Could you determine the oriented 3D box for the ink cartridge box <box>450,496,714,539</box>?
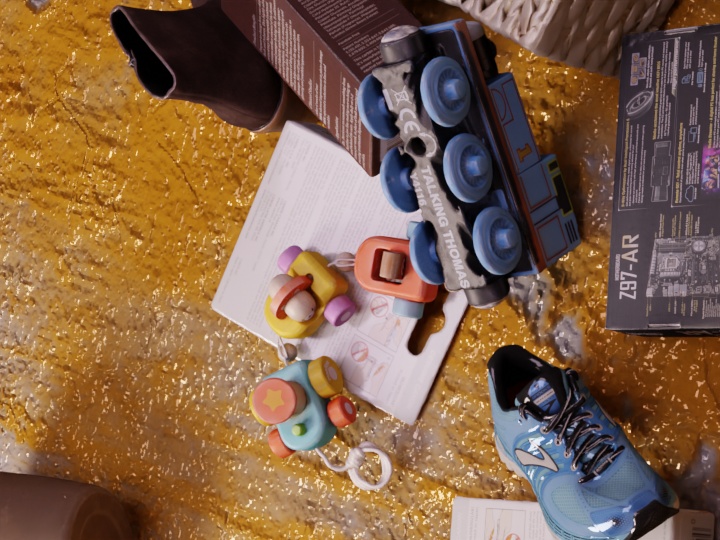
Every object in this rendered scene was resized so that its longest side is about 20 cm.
[{"bbox_3d":[0.141,0.235,1.494,0.200,0.050,0.163,-3,81,49],"label":"ink cartridge box"}]

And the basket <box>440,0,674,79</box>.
[{"bbox_3d":[0.151,-0.242,1.506,0.123,0.135,0.201,41,111,38],"label":"basket"}]

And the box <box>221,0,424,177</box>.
[{"bbox_3d":[-0.022,-0.176,1.652,0.200,0.075,0.100,48,158,25],"label":"box"}]

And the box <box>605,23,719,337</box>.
[{"bbox_3d":[0.238,-0.058,1.451,0.160,0.043,0.201,-3,80,43],"label":"box"}]

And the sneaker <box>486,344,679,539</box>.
[{"bbox_3d":[0.130,0.111,1.450,0.078,0.090,0.200,-32,32,-11],"label":"sneaker"}]

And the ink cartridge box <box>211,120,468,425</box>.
[{"bbox_3d":[0.000,0.000,1.682,0.200,0.047,0.161,29,102,26],"label":"ink cartridge box"}]

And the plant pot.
[{"bbox_3d":[-0.279,0.239,1.813,0.174,0.200,0.201,-8,76,23],"label":"plant pot"}]

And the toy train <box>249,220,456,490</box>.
[{"bbox_3d":[-0.015,0.053,1.629,0.150,0.056,0.201,17,96,30],"label":"toy train"}]

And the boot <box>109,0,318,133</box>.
[{"bbox_3d":[-0.125,-0.190,1.737,0.072,0.166,0.200,-50,53,25],"label":"boot"}]

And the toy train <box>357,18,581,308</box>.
[{"bbox_3d":[0.072,-0.078,1.524,0.086,0.114,0.201,-9,106,42],"label":"toy train"}]
